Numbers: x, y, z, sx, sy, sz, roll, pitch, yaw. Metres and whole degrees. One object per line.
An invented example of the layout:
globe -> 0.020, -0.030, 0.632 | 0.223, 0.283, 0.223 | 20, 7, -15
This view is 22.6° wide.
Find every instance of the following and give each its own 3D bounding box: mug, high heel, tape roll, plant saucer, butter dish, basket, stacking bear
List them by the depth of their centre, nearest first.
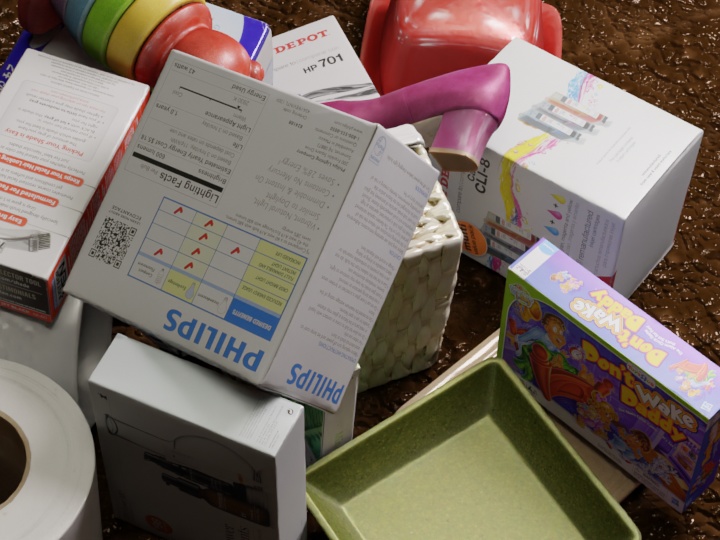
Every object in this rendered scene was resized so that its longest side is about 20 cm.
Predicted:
tape roll -> -0.292, 0.183, 1.335 | 0.201, 0.140, 0.204 | 3, 48, -3
plant saucer -> 0.081, 0.194, 1.394 | 0.199, 0.048, 0.200 | -30, 59, -14
stacking bear -> -0.169, -0.197, 1.466 | 0.200, 0.114, 0.121 | 42, 66, 14
mug -> -0.296, 0.041, 1.473 | 0.174, 0.149, 0.200 | 4, 19, 2
basket -> 0.000, 0.000, 1.487 | 0.135, 0.201, 0.124 | -17, 58, -19
high heel -> 0.031, -0.142, 1.536 | 0.199, 0.067, 0.097 | 7, 65, 36
butter dish -> 0.102, -0.244, 1.742 | 0.198, 0.148, 0.201 | 7, 49, 2

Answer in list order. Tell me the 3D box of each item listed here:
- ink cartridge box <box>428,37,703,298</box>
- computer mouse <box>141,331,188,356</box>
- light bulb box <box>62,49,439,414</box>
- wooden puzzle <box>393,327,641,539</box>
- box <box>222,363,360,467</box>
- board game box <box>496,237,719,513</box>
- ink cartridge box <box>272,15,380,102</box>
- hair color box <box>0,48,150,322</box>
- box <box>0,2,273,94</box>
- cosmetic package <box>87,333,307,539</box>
ink cartridge box -> 0.173, -0.079, 1.601 | 0.199, 0.146, 0.145 | 30, 52, 22
computer mouse -> -0.157, 0.032, 1.474 | 0.044, 0.110, 0.201 | -28, 72, 13
light bulb box -> -0.080, -0.028, 1.335 | 0.197, 0.125, 0.201 | 23, 86, 30
wooden puzzle -> 0.152, 0.130, 1.491 | 0.185, 0.037, 0.200 | 38, 60, 25
box -> -0.072, 0.063, 1.455 | 0.036, 0.145, 0.200 | -26, 55, -26
board game box -> 0.198, 0.083, 1.420 | 0.200, 0.135, 0.045 | 38, 60, 26
ink cartridge box -> -0.050, -0.121, 1.650 | 0.145, 0.086, 0.201 | -21, 53, -8
hair color box -> -0.250, -0.069, 1.403 | 0.110, 0.064, 0.201 | 18, 55, 8
box -> -0.198, -0.147, 1.554 | 0.198, 0.105, 0.185 | 19, 61, 7
cosmetic package -> -0.117, 0.145, 1.340 | 0.150, 0.201, 0.052 | 22, 56, 15
